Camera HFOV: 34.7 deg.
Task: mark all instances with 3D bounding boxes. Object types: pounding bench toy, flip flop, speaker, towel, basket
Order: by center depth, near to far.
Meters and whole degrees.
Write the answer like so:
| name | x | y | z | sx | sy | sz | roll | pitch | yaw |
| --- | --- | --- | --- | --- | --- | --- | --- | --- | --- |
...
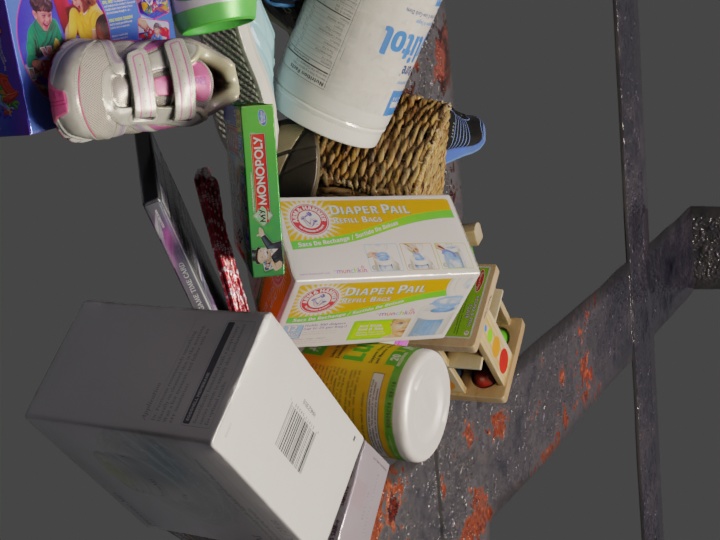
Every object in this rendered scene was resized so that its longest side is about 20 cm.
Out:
| name | x | y | z | sx | sy | sz | roll | pitch | yaw |
| --- | --- | --- | --- | --- | --- | --- | --- | --- | --- |
| speaker | -0.149 | -0.320 | 1.037 | 0.088 | 0.087 | 0.204 | -22 | 102 | -58 |
| towel | -0.119 | 0.004 | 1.081 | 0.145 | 0.022 | 0.204 | -137 | -147 | -80 |
| flip flop | -0.076 | -0.059 | 1.212 | 0.058 | 0.079 | 0.204 | -55 | 145 | -70 |
| basket | 0.015 | -0.093 | 1.312 | 0.201 | 0.140 | 0.151 | -67 | 165 | -46 |
| pounding bench toy | 0.145 | 0.057 | 1.558 | 0.157 | 0.122 | 0.203 | 55 | 45 | -46 |

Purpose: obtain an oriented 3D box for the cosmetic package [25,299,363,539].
| name | x | y | z | sx | sy | sz | roll | pitch | yaw |
| --- | --- | --- | --- | --- | --- | --- | --- | --- | --- |
| cosmetic package | -0.135 | 0.135 | 0.978 | 0.200 | 0.197 | 0.124 | 57 | 46 | -44 |

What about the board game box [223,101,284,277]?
| name | x | y | z | sx | sy | sz | roll | pitch | yaw |
| --- | --- | --- | --- | --- | --- | --- | --- | --- | --- |
| board game box | -0.094 | -0.077 | 1.004 | 0.200 | 0.029 | 0.137 | -141 | -134 | -77 |

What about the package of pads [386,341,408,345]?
| name | x | y | z | sx | sy | sz | roll | pitch | yaw |
| --- | --- | --- | --- | --- | --- | --- | --- | --- | --- |
| package of pads | 0.000 | 0.056 | 1.353 | 0.155 | 0.067 | 0.202 | 60 | 41 | -43 |

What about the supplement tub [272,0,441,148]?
| name | x | y | z | sx | sy | sz | roll | pitch | yaw |
| --- | --- | --- | --- | --- | --- | --- | --- | --- | --- |
| supplement tub | 0.000 | -0.243 | 1.171 | 0.131 | 0.131 | 0.203 | -13 | 131 | -60 |

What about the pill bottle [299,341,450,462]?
| name | x | y | z | sx | sy | sz | roll | pitch | yaw |
| --- | --- | --- | --- | --- | --- | --- | --- | --- | --- |
| pill bottle | -0.017 | 0.126 | 1.184 | 0.111 | 0.197 | 0.113 | -17 | 110 | -59 |

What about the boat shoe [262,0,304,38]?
| name | x | y | z | sx | sy | sz | roll | pitch | yaw |
| --- | --- | --- | --- | --- | --- | --- | --- | --- | --- |
| boat shoe | -0.056 | -0.284 | 1.243 | 0.201 | 0.065 | 0.073 | 51 | 51 | -48 |

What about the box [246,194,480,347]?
| name | x | y | z | sx | sy | sz | roll | pitch | yaw |
| --- | --- | --- | --- | --- | --- | --- | --- | --- | --- |
| box | 0.000 | 0.000 | 1.140 | 0.113 | 0.196 | 0.103 | 114 | -35 | -47 |

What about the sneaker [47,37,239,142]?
| name | x | y | z | sx | sy | sz | roll | pitch | yaw |
| --- | --- | --- | --- | --- | --- | --- | --- | --- | --- |
| sneaker | -0.168 | -0.153 | 0.929 | 0.199 | 0.087 | 0.083 | -32 | 119 | -56 |

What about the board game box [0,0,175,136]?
| name | x | y | z | sx | sy | sz | roll | pitch | yaw |
| --- | --- | --- | --- | --- | --- | --- | --- | --- | --- |
| board game box | -0.231 | -0.198 | 0.951 | 0.199 | 0.044 | 0.137 | -32 | 118 | -57 |

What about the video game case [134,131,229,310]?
| name | x | y | z | sx | sy | sz | roll | pitch | yaw |
| --- | --- | --- | --- | --- | --- | --- | --- | --- | --- |
| video game case | -0.154 | -0.013 | 1.041 | 0.144 | 0.019 | 0.202 | -113 | -177 | -57 |

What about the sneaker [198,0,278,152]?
| name | x | y | z | sx | sy | sz | roll | pitch | yaw |
| --- | --- | --- | --- | --- | --- | --- | --- | --- | --- |
| sneaker | -0.106 | -0.203 | 1.147 | 0.082 | 0.073 | 0.204 | -34 | 120 | -50 |

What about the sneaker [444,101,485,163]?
| name | x | y | z | sx | sy | sz | roll | pitch | yaw |
| --- | --- | --- | --- | --- | --- | --- | --- | --- | --- |
| sneaker | 0.114 | -0.194 | 1.549 | 0.199 | 0.069 | 0.079 | -34 | 127 | -55 |

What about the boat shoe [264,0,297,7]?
| name | x | y | z | sx | sy | sz | roll | pitch | yaw |
| --- | --- | --- | --- | --- | --- | --- | --- | --- | --- |
| boat shoe | -0.082 | -0.367 | 1.147 | 0.083 | 0.068 | 0.203 | -22 | 93 | -42 |

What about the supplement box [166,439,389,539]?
| name | x | y | z | sx | sy | sz | roll | pitch | yaw |
| --- | --- | --- | --- | --- | --- | --- | --- | --- | --- |
| supplement box | -0.082 | 0.209 | 1.075 | 0.061 | 0.197 | 0.110 | 50 | 49 | -49 |
